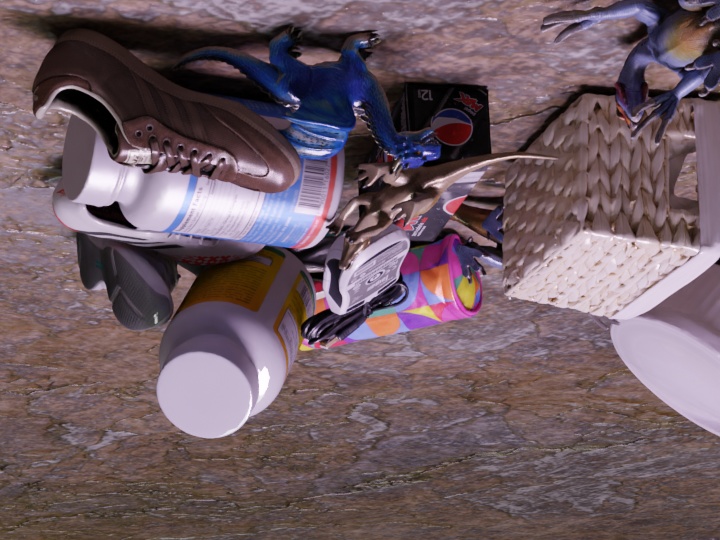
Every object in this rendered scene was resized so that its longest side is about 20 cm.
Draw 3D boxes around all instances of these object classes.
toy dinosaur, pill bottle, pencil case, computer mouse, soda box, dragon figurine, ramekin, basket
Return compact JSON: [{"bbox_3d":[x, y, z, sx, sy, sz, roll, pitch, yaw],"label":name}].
[{"bbox_3d":[0.042,-0.062,1.555,0.200,0.058,0.101,-29,172,29],"label":"toy dinosaur"},{"bbox_3d":[-0.122,-0.082,1.574,0.200,0.112,0.112,8,160,-24],"label":"pill bottle"},{"bbox_3d":[-0.111,0.061,1.781,0.113,0.113,0.200,-6,-156,14],"label":"pill bottle"},{"bbox_3d":[0.017,0.019,1.959,0.200,0.089,0.088,-9,161,25],"label":"pencil case"},{"bbox_3d":[0.172,-0.045,1.832,0.181,0.200,0.105,-14,138,-46],"label":"toy dinosaur"},{"bbox_3d":[0.000,0.000,1.722,0.110,0.044,0.200,-31,164,-16],"label":"computer mouse"},{"bbox_3d":[0.050,-0.084,1.660,0.071,0.063,0.200,2,163,-11],"label":"soda box"},{"bbox_3d":[-0.034,-0.119,1.480,0.200,0.100,0.059,3,162,-13],"label":"dragon figurine"},{"bbox_3d":[0.234,-0.148,1.419,0.200,0.105,0.181,-13,-178,2],"label":"toy dinosaur"},{"bbox_3d":[0.352,0.076,2.014,0.202,0.094,0.202,35,162,13],"label":"ramekin"},{"bbox_3d":[0.201,-0.053,1.659,0.123,0.136,0.200,8,161,-15],"label":"basket"}]

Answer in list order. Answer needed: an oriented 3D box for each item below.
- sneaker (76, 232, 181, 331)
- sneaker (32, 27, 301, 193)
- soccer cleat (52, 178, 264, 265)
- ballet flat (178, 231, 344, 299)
[{"bbox_3d":[-0.194,-0.002,1.822,0.080,0.071,0.200,-8,-160,-20],"label":"sneaker"},{"bbox_3d":[-0.143,-0.094,1.464,0.200,0.076,0.070,28,148,-3],"label":"sneaker"},{"bbox_3d":[-0.164,-0.046,1.750,0.200,0.069,0.085,12,174,-23],"label":"soccer cleat"},{"bbox_3d":[-0.087,-0.002,1.898,0.200,0.069,0.068,-1,167,0],"label":"ballet flat"}]
